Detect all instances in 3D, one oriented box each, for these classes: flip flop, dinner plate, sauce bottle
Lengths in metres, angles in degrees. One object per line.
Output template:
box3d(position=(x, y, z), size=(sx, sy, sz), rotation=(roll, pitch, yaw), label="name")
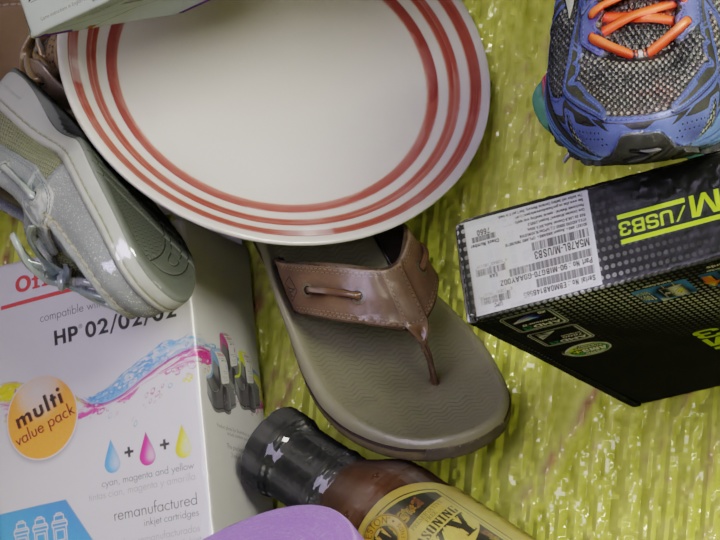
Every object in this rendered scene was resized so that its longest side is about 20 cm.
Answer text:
box3d(position=(0.000, 0.000, 1.019), size=(0.081, 0.058, 0.200), rotation=(-19, 61, -14), label="flip flop")
box3d(position=(-0.039, -0.092, 1.037), size=(0.199, 0.024, 0.201), rotation=(6, 58, -10), label="dinner plate")
box3d(position=(0.032, 0.125, 0.983), size=(0.200, 0.065, 0.065), rotation=(30, 92, 29), label="sauce bottle")

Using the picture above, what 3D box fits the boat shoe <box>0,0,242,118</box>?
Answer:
box3d(position=(-0.134, -0.110, 1.119), size=(0.199, 0.064, 0.072), rotation=(6, 80, 27), label="boat shoe")

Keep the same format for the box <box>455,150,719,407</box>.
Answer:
box3d(position=(0.163, -0.002, 0.877), size=(0.199, 0.193, 0.048), rotation=(-15, 69, 21), label="box")

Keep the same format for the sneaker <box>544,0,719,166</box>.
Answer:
box3d(position=(0.099, -0.115, 0.836), size=(0.075, 0.079, 0.200), rotation=(-7, 46, 12), label="sneaker")

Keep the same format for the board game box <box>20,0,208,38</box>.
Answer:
box3d(position=(-0.103, -0.214, 0.959), size=(0.105, 0.103, 0.201), rotation=(-18, 91, 37), label="board game box")

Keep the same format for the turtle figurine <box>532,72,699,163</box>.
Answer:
box3d(position=(0.144, -0.082, 0.948), size=(0.199, 0.150, 0.101), rotation=(-22, 49, 11), label="turtle figurine")

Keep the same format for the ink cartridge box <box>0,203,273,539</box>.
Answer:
box3d(position=(-0.111, 0.049, 1.068), size=(0.115, 0.068, 0.201), rotation=(-14, 71, 22), label="ink cartridge box")

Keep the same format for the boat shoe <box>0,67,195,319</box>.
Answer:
box3d(position=(-0.134, -0.026, 1.021), size=(0.065, 0.074, 0.202), rotation=(-45, 39, 1), label="boat shoe")

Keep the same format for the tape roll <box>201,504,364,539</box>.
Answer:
box3d(position=(-0.064, 0.185, 0.908), size=(0.200, 0.200, 0.066), rotation=(-34, 108, 15), label="tape roll")
